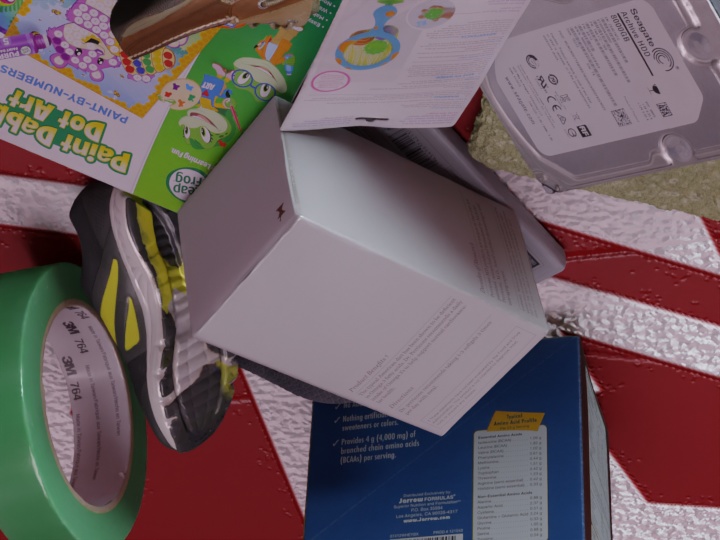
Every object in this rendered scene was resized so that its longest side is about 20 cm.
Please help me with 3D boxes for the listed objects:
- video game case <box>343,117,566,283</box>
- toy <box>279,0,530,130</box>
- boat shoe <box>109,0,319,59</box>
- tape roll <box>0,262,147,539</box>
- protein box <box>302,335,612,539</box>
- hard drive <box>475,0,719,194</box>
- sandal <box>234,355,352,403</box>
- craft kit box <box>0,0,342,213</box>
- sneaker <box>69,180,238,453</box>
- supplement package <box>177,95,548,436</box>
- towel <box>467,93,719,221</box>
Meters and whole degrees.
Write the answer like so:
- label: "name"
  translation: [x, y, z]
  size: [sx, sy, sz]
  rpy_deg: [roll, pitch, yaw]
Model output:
- label: "video game case"
  translation: [0.010, -0.030, 1.367]
  size: [0.181, 0.023, 0.200]
  rpy_deg: [-28, 124, 28]
- label: "toy"
  translation: [0.030, -0.148, 1.150]
  size: [0.114, 0.047, 0.200]
  rpy_deg: [-2, 156, -20]
- label: "boat shoe"
  translation: [-0.050, -0.172, 1.159]
  size: [0.199, 0.076, 0.074]
  rpy_deg: [-28, 121, 16]
- label: "tape roll"
  translation: [-0.208, 0.097, 1.388]
  size: [0.048, 0.201, 0.201]
  rpy_deg: [-9, 131, 15]
- label: "protein box"
  translation: [0.071, 0.173, 1.410]
  size: [0.197, 0.201, 0.135]
  rpy_deg: [-7, 142, 13]
- label: "hard drive"
  translation: [0.146, -0.120, 1.149]
  size: [0.200, 0.038, 0.140]
  rpy_deg: [-10, 118, 52]
- label: "sandal"
  translation: [-0.074, 0.037, 1.412]
  size: [0.199, 0.043, 0.076]
  rpy_deg: [17, 138, 16]
- label: "craft kit box"
  translation: [-0.135, -0.143, 1.252]
  size: [0.199, 0.049, 0.198]
  rpy_deg: [22, 126, -13]
- label: "sneaker"
  translation: [-0.143, 0.025, 1.375]
  size: [0.084, 0.074, 0.201]
  rpy_deg: [3, 107, 46]
- label: "supplement package"
  translation: [0.000, 0.000, 1.272]
  size: [0.199, 0.118, 0.117]
  rpy_deg: [24, 126, -30]
- label: "towel"
  translation: [0.175, -0.105, 1.269]
  size: [0.199, 0.037, 0.149]
  rpy_deg: [10, 133, -3]
